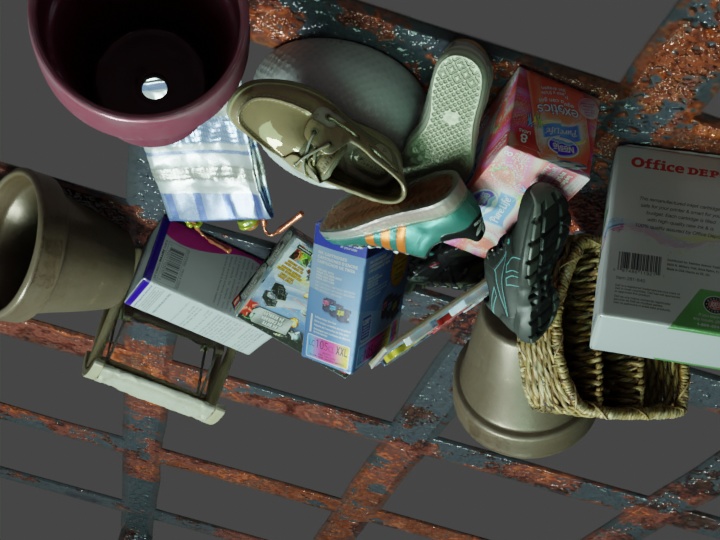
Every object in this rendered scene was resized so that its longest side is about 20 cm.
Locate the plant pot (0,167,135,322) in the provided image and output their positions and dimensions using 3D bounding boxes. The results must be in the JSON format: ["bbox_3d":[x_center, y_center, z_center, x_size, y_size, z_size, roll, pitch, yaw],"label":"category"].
[{"bbox_3d":[-0.402,-0.020,1.454,0.173,0.204,0.199,15,157,-41],"label":"plant pot"}]

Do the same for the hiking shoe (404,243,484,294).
[{"bbox_3d":[0.107,0.001,1.356,0.100,0.077,0.199,33,145,-25],"label":"hiking shoe"}]

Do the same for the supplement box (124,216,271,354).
[{"bbox_3d":[-0.212,0.025,1.508,0.198,0.103,0.103,25,150,-18],"label":"supplement box"}]

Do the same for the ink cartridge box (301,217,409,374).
[{"bbox_3d":[0.000,0.000,1.276,0.075,0.136,0.204,14,112,23],"label":"ink cartridge box"}]

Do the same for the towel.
[{"bbox_3d":[-0.182,-0.139,1.219,0.144,0.024,0.202,0,128,17],"label":"towel"}]

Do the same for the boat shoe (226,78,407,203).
[{"bbox_3d":[-0.037,-0.121,1.048,0.198,0.065,0.072,24,119,-29],"label":"boat shoe"}]

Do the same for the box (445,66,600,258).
[{"bbox_3d":[0.158,-0.102,1.127,0.093,0.104,0.200,19,151,-10],"label":"box"}]

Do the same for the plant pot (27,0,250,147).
[{"bbox_3d":[-0.205,-0.207,1.033,0.197,0.203,0.179,16,166,-4],"label":"plant pot"}]

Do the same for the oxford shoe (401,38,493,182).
[{"bbox_3d":[0.089,-0.147,1.087,0.074,0.058,0.202,19,135,5],"label":"oxford shoe"}]

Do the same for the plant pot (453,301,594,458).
[{"bbox_3d":[0.209,0.106,1.372,0.197,0.202,0.176,5,140,15],"label":"plant pot"}]

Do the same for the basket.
[{"bbox_3d":[0.268,0.061,1.196,0.141,0.204,0.148,4,177,-43],"label":"basket"}]

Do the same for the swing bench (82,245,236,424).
[{"bbox_3d":[-0.284,0.107,1.579,0.197,0.203,0.130,24,150,-19],"label":"swing bench"}]

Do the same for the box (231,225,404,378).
[{"bbox_3d":[-0.056,0.046,1.462,0.199,0.040,0.137,33,104,-30],"label":"box"}]

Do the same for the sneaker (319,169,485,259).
[{"bbox_3d":[0.042,-0.044,1.130,0.198,0.072,0.080,-8,132,44],"label":"sneaker"}]

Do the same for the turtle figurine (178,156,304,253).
[{"bbox_3d":[-0.165,-0.099,1.312,0.198,0.065,0.161,-5,139,46],"label":"turtle figurine"}]

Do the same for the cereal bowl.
[{"bbox_3d":[-0.028,-0.149,1.148,0.196,0.084,0.201,10,149,6],"label":"cereal bowl"}]

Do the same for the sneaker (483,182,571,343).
[{"bbox_3d":[0.160,-0.011,1.100,0.079,0.075,0.202,33,142,31],"label":"sneaker"}]

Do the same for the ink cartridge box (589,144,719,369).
[{"bbox_3d":[0.320,-0.016,1.108,0.142,0.203,0.084,9,154,9],"label":"ink cartridge box"}]

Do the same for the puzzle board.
[{"bbox_3d":[0.101,0.050,1.238,0.018,0.198,0.151,55,169,6],"label":"puzzle board"}]
